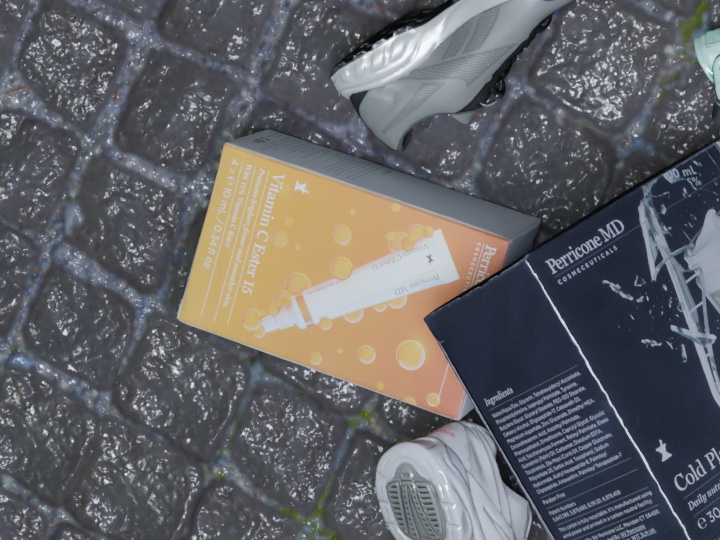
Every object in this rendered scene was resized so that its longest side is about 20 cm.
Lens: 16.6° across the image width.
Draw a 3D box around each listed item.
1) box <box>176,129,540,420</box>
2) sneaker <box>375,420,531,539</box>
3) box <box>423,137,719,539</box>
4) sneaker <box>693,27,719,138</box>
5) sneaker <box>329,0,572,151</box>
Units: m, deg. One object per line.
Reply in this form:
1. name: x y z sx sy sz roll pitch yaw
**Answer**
1. box: 0.000 0.000 1.598 0.199 0.097 0.125 18 103 13
2. sneaker: 0.079 0.187 1.556 0.078 0.099 0.201 5 114 41
3. box: 0.180 0.055 1.487 0.197 0.199 0.124 58 144 2
4. sneaker: 0.264 -0.164 1.504 0.117 0.074 0.202 4 102 9
5. sneaker: 0.079 -0.146 1.573 0.199 0.074 0.080 -28 99 24
